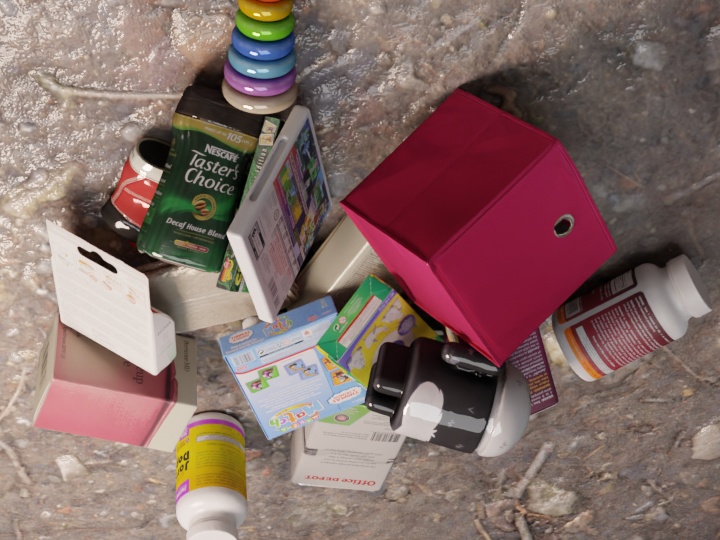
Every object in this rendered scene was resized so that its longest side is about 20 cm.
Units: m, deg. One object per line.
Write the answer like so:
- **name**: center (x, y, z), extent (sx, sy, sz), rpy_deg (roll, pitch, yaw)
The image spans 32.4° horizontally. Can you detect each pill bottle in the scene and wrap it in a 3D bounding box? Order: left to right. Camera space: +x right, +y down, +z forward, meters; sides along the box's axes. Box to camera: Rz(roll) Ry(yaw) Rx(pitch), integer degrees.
- **pill bottle**: center (-0.218, 0.314, 1.808), extent (0.104, 0.201, 0.105), rpy_deg (-4, 136, -4)
- **pill bottle**: center (0.372, 0.062, 1.694), extent (0.199, 0.113, 0.113), rpy_deg (-30, 132, 22)

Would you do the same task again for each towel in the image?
- **towel**: center (-0.187, 0.019, 1.564), extent (0.199, 0.035, 0.133), rpy_deg (-13, 142, 17)

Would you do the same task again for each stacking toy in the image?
- **stacking toy**: center (-0.104, -0.270, 1.315), extent (0.085, 0.086, 0.201), rpy_deg (0, 131, -8)

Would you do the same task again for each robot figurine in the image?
- **robot figurine**: center (0.109, 0.152, 1.508), extent (0.199, 0.126, 0.150), rpy_deg (16, 177, -3)

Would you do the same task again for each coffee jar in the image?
- **coffee jar**: center (-0.179, -0.104, 1.401), extent (0.104, 0.085, 0.201), rpy_deg (15, 93, -16)

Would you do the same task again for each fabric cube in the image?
- **fabric cube**: center (0.136, -0.052, 1.427), extent (0.199, 0.200, 0.196), rpy_deg (-43, 129, -8)

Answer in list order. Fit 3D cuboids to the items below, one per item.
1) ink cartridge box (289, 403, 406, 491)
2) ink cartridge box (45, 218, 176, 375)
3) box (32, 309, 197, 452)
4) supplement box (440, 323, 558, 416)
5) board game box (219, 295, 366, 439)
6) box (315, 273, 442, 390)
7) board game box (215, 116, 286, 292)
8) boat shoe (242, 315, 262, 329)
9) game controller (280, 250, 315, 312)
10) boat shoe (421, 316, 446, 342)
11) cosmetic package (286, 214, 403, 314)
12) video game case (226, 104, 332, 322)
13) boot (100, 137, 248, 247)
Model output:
- **ink cartridge box**: center (-0.013, 0.232, 1.836), extent (0.145, 0.084, 0.201), rpy_deg (8, 134, -15)
- **ink cartridge box**: center (-0.309, 0.025, 1.542), extent (0.160, 0.050, 0.201), rpy_deg (27, 140, 17)
- **box**: center (-0.330, 0.150, 1.675), extent (0.199, 0.128, 0.109), rpy_deg (14, 131, -22)
- **supplement box**: center (0.170, 0.084, 1.621), extent (0.103, 0.131, 0.201), rpy_deg (-22, 113, -8)
- **board game box**: center (-0.080, 0.129, 1.593), extent (0.151, 0.037, 0.200), rpy_deg (-21, 139, -2)
- **box**: center (0.032, 0.098, 1.579), extent (0.118, 0.048, 0.200), rpy_deg (-53, 147, -5)
- **board game box**: center (-0.111, -0.072, 1.429), extent (0.023, 0.201, 0.105), rpy_deg (17, -178, 14)
- **boat shoe**: center (-0.111, 0.090, 1.686), extent (0.074, 0.087, 0.202), rpy_deg (-22, 164, 17)
- **game controller**: center (-0.149, -0.006, 1.603), extent (0.199, 0.042, 0.104), rpy_deg (16, 132, -23)
- **boat shoe**: center (0.115, 0.099, 1.715), extent (0.200, 0.072, 0.061), rpy_deg (0, 105, -10)
- **cosmetic package**: center (0.000, 0.000, 1.579), extent (0.103, 0.073, 0.200), rpy_deg (19, 121, -37)
- **video game case**: center (-0.090, -0.062, 1.436), extent (0.023, 0.183, 0.200), rpy_deg (17, 154, 17)
- **boot**: center (-0.209, -0.066, 1.514), extent (0.199, 0.073, 0.144), rpy_deg (23, 129, -18)
